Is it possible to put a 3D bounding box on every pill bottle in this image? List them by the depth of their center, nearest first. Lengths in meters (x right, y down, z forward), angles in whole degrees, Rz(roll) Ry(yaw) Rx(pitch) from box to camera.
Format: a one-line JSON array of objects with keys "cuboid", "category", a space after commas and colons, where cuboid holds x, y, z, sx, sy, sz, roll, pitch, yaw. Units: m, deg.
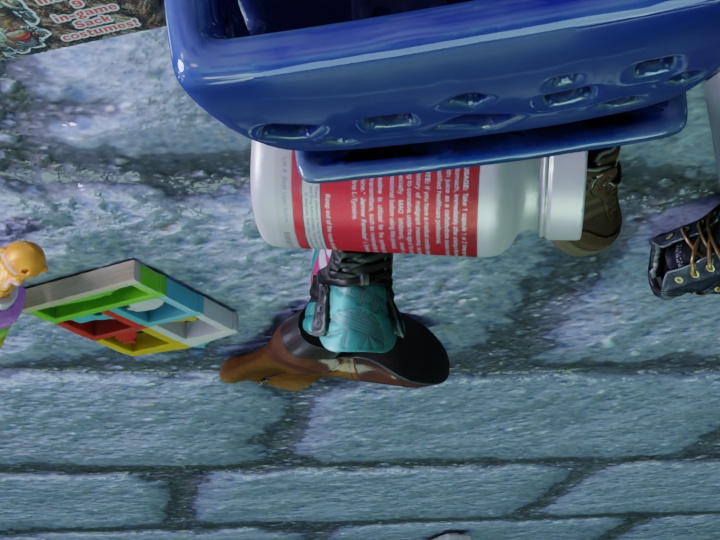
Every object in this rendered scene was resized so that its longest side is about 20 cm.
[{"cuboid": [0.038, -0.066, 0.754, 0.197, 0.114, 0.112, 3, 160, 7], "category": "pill bottle"}]

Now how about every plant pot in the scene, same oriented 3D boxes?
[{"cuboid": [0.038, -0.144, 0.487, 0.197, 0.203, 0.180, -7, 165, 8], "category": "plant pot"}]

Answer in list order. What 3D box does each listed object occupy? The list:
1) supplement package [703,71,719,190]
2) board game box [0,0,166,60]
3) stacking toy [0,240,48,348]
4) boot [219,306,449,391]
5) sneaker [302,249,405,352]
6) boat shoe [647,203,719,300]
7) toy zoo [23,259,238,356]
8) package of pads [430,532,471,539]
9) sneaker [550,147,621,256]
[{"cuboid": [0.339, -0.081, 0.793, 0.197, 0.116, 0.109, 6, 159, -23], "category": "supplement package"}, {"cuboid": [-0.141, -0.188, 0.387, 0.095, 0.162, 0.200, -9, 159, 12], "category": "board game box"}, {"cuboid": [-0.322, 0.027, 1.012, 0.115, 0.111, 0.199, 27, 133, -34], "category": "stacking toy"}, {"cuboid": [-0.028, 0.105, 1.275, 0.186, 0.070, 0.200, 7, 157, -26], "category": "boot"}, {"cuboid": [0.000, 0.000, 0.937, 0.082, 0.123, 0.200, 1, 158, -10], "category": "sneaker"}, {"cuboid": [0.292, -0.019, 1.001, 0.089, 0.072, 0.201, -8, 161, 1], "category": "boat shoe"}, {"cuboid": [-0.205, 0.044, 1.156, 0.129, 0.021, 0.200, -13, 156, 23], "category": "toy zoo"}, {"cuboid": [0.166, 0.629, 2.517, 0.067, 0.157, 0.200, 8, 157, -21], "category": "package of pads"}, {"cuboid": [0.158, -0.065, 0.869, 0.075, 0.072, 0.199, -17, 155, 29], "category": "sneaker"}]
